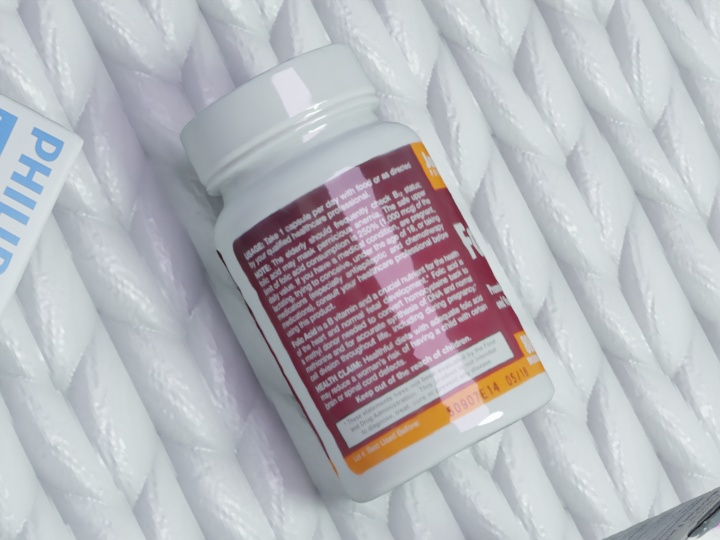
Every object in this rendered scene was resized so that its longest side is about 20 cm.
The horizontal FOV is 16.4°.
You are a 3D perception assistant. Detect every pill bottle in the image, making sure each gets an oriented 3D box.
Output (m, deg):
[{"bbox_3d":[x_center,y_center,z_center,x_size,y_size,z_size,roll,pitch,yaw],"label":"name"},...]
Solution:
[{"bbox_3d":[0.000,0.000,1.210,0.114,0.114,0.201,-26,85,-28],"label":"pill bottle"}]

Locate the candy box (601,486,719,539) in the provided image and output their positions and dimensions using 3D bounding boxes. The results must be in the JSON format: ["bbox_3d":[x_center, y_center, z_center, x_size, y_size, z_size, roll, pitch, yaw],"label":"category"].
[{"bbox_3d":[0.159,0.183,1.168,0.061,0.200,0.137,-40,91,-28],"label":"candy box"}]

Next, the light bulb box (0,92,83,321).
[{"bbox_3d":[-0.260,-0.006,1.095,0.199,0.125,0.199,28,64,-13],"label":"light bulb box"}]
